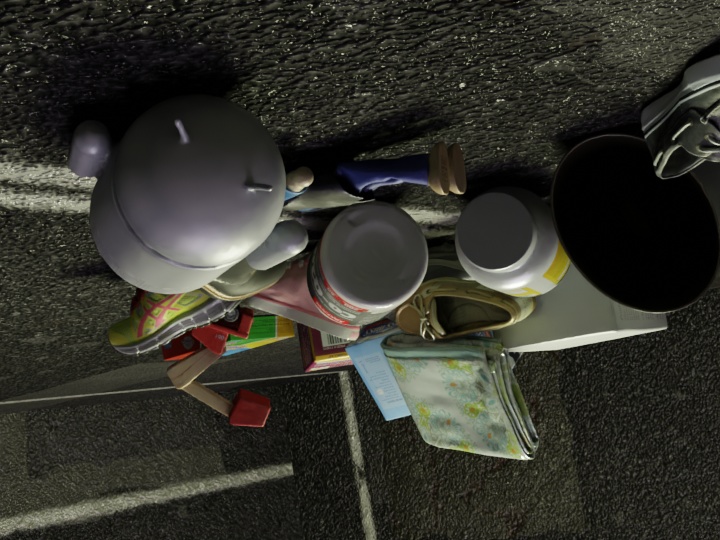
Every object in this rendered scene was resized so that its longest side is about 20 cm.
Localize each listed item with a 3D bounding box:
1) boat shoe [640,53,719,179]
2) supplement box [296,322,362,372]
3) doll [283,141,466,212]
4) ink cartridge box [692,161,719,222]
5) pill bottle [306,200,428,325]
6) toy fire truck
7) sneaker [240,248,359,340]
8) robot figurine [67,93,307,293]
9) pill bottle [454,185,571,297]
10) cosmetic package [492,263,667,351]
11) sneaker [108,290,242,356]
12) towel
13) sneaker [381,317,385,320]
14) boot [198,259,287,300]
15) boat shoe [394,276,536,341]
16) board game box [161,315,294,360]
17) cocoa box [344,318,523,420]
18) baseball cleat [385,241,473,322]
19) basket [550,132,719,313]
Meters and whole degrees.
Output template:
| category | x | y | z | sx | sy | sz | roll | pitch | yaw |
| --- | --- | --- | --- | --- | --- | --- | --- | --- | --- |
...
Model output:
| category | x | y | z | sx | sy | sz | roll | pitch | yaw |
| --- | --- | --- | --- | --- | --- | --- | --- | --- | --- |
| boat shoe | 0.287 | -0.123 | 0.872 | 0.072 | 0.071 | 0.200 | -9 | 172 | -6 |
| supplement box | -0.038 | 0.117 | 1.964 | 0.130 | 0.104 | 0.200 | -8 | 171 | -11 |
| doll | -0.018 | -0.074 | 0.918 | 0.199 | 0.049 | 0.136 | -7 | -179 | 24 |
| ink cartridge box | 0.375 | -0.068 | 1.284 | 0.145 | 0.088 | 0.200 | -14 | 169 | 26 |
| pill bottle | 0.000 | 0.000 | 1.203 | 0.113 | 0.115 | 0.200 | -8 | 171 | -11 |
| toy fire truck | -0.194 | 0.100 | 1.336 | 0.199 | 0.142 | 0.049 | 18 | -174 | -8 |
| sneaker | -0.082 | 0.007 | 1.354 | 0.199 | 0.105 | 0.075 | 19 | -174 | 10 |
| robot figurine | -0.119 | -0.049 | 0.742 | 0.169 | 0.114 | 0.200 | 23 | 160 | -16 |
| pill bottle | 0.167 | -0.031 | 1.195 | 0.111 | 0.113 | 0.200 | -12 | 171 | 16 |
| cosmetic package | 0.276 | 0.010 | 1.411 | 0.166 | 0.169 | 0.200 | -13 | 170 | 32 |
| sneaker | -0.218 | 0.028 | 1.238 | 0.199 | 0.091 | 0.078 | -26 | -167 | 27 |
| towel | 0.128 | 0.163 | 1.416 | 0.199 | 0.172 | 0.048 | 1 | -150 | 46 |
| sneaker | 0.042 | 0.025 | 1.526 | 0.199 | 0.081 | 0.076 | -11 | 172 | -28 |
| boot | -0.102 | -0.013 | 1.065 | 0.138 | 0.078 | 0.200 | -5 | 176 | 34 |
| boat shoe | 0.118 | 0.051 | 1.351 | 0.200 | 0.074 | 0.063 | -5 | -162 | 36 |
| board game box | -0.241 | 0.122 | 1.974 | 0.199 | 0.041 | 0.152 | -18 | 168 | 43 |
| cocoa box | 0.106 | 0.107 | 1.536 | 0.199 | 0.134 | 0.131 | -20 | -164 | 36 |
| baseball cleat | 0.089 | 0.016 | 1.459 | 0.199 | 0.107 | 0.070 | 1 | -147 | -18 |
| basket | 0.276 | -0.051 | 1.097 | 0.136 | 0.181 | 0.200 | -39 | 174 | 14 |
